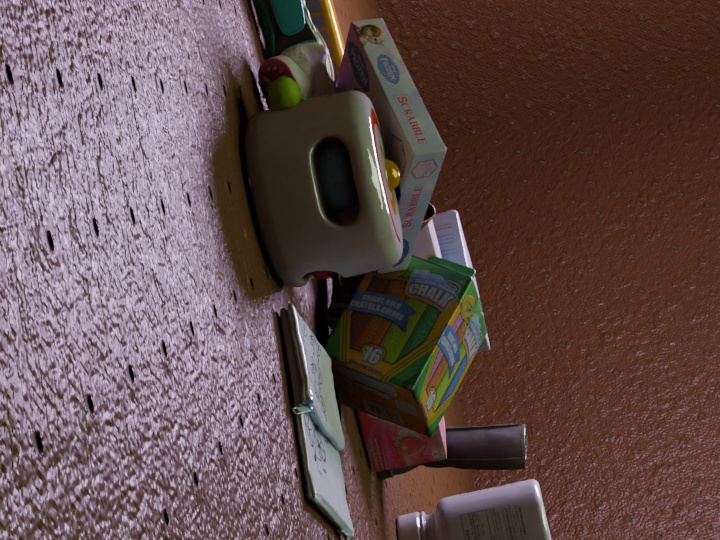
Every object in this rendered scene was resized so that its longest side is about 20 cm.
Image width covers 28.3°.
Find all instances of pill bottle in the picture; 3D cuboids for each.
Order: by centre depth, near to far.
[{"bbox_3d":[0.156,0.358,1.942,0.114,0.199,0.115,-13,90,-84],"label":"pill bottle"}]

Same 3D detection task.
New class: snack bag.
[{"bbox_3d":[-0.039,0.154,1.419,0.189,0.021,0.201,65,14,-65],"label":"snack bag"}]

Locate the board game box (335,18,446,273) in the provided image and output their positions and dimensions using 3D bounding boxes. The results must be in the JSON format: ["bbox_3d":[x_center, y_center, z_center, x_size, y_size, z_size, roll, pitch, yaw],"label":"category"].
[{"bbox_3d":[0.021,-0.136,1.575,0.200,0.041,0.201,106,-32,-50],"label":"board game box"}]

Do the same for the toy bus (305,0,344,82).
[{"bbox_3d":[-0.067,-0.303,1.793,0.065,0.078,0.201,-92,168,-59],"label":"toy bus"}]

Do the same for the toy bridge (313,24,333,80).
[{"bbox_3d":[-0.065,-0.244,1.729,0.027,0.067,0.201,-30,113,-45],"label":"toy bridge"}]

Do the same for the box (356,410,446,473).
[{"bbox_3d":[0.040,0.139,1.795,0.095,0.102,0.201,-85,163,-69],"label":"box"}]

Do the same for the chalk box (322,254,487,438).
[{"bbox_3d":[0.062,0.063,1.633,0.201,0.124,0.124,-61,153,-24],"label":"chalk box"}]

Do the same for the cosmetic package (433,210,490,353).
[{"bbox_3d":[0.101,0.036,2.246,0.200,0.164,0.166,67,12,-63],"label":"cosmetic package"}]

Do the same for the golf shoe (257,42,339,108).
[{"bbox_3d":[-0.046,-0.161,1.599,0.092,0.075,0.201,-44,133,-37],"label":"golf shoe"}]

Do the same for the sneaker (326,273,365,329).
[{"bbox_3d":[0.000,0.000,1.737,0.200,0.076,0.084,-94,-162,-57],"label":"sneaker"}]

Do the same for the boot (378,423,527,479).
[{"bbox_3d":[0.123,0.224,1.913,0.182,0.199,0.073,-86,163,-69],"label":"boot"}]

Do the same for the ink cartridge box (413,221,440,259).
[{"bbox_3d":[0.044,-0.045,2.054,0.126,0.128,0.201,-95,171,-50],"label":"ink cartridge box"}]

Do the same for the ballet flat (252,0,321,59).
[{"bbox_3d":[-0.084,-0.274,1.671,0.070,0.067,0.201,-133,-153,-62],"label":"ballet flat"}]

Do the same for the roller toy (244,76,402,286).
[{"bbox_3d":[-0.028,-0.081,1.429,0.201,0.139,0.183,72,9,-45],"label":"roller toy"}]

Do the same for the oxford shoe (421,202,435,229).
[{"bbox_3d":[0.014,-0.080,1.723,0.199,0.071,0.072,4,68,-49],"label":"oxford shoe"}]
